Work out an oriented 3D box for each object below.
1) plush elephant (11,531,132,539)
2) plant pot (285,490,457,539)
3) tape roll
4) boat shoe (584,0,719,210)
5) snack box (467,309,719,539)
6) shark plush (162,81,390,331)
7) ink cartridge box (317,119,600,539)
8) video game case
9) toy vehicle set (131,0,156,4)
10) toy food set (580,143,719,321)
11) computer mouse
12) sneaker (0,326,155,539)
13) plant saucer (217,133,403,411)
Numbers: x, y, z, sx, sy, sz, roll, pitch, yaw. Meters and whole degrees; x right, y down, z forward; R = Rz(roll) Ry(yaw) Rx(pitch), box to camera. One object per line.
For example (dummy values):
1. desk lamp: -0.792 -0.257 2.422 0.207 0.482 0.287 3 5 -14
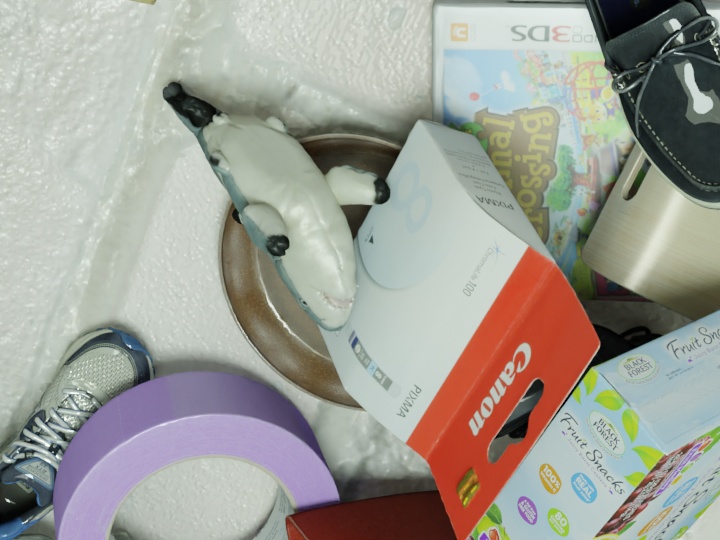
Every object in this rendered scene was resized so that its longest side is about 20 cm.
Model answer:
1. plush elephant: -0.290 0.285 1.056 0.199 0.155 0.165 7 77 -33
2. plant pot: 0.080 0.262 0.941 0.176 0.200 0.200 -19 117 -20
3. tape roll: -0.117 0.175 0.980 0.199 0.066 0.201 -6 115 -12
4. boat shoe: 0.175 -0.128 0.797 0.074 0.062 0.201 -24 80 22
5. snack box: 0.167 0.114 0.815 0.068 0.168 0.200 52 138 24
6. shark plush: -0.074 -0.048 0.869 0.200 0.091 0.083 36 146 20
7. ink cartridge box: 0.047 0.033 0.806 0.047 0.200 0.160 12 123 -28
8. video game case: 0.137 -0.075 0.892 0.181 0.022 0.201 3 114 9
9. toy vehicle set: -0.107 -0.265 0.759 0.026 0.124 0.200 13 136 3
10. toy food set: 0.257 -0.027 0.863 0.199 0.060 0.144 24 99 -11
11. computer mouse: 0.116 0.066 0.880 0.138 0.200 0.053 -32 76 22
12. sneaker: -0.219 0.129 1.005 0.077 0.085 0.200 35 113 -7
13. plant saucer: 0.000 0.000 0.928 0.199 0.032 0.201 7 115 16
